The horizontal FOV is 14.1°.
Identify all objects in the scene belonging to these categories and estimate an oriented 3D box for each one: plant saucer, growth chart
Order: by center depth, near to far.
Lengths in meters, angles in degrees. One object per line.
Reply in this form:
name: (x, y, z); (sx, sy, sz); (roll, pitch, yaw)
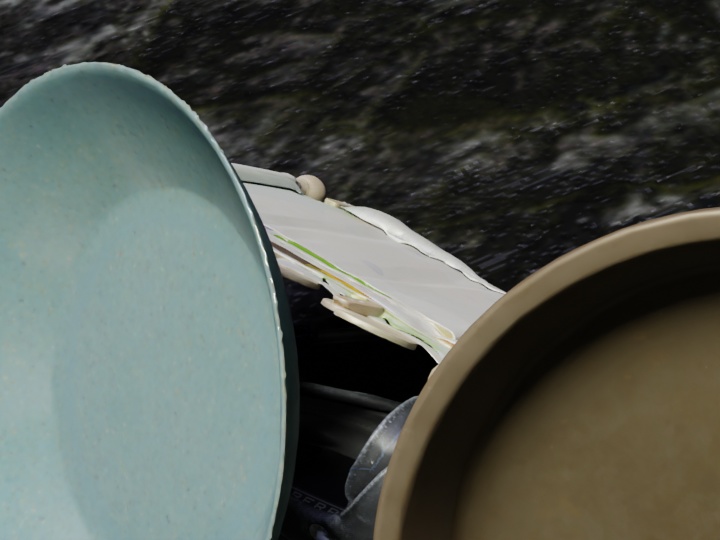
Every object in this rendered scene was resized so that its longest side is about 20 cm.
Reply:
plant saucer: (0.102, 0.079, 0.707); (0.200, 0.201, 0.029); (-8, 13, 16)
plant saucer: (-0.070, 0.037, 0.896); (0.039, 0.202, 0.201); (-1, 16, -39)
growth chart: (0.000, 0.000, 0.948); (0.200, 0.018, 0.145); (32, 15, 39)

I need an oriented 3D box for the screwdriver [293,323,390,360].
screwdriver: (0.000, 0.026, 1.017); (0.199, 0.029, 0.028); (-1, 33, 11)

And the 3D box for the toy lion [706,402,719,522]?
toy lion: (0.150, 0.000, 0.785); (0.069, 0.192, 0.200); (10, 30, 39)

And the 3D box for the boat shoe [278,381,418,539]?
boat shoe: (0.023, 0.072, 0.874); (0.200, 0.068, 0.072); (15, 44, 43)
